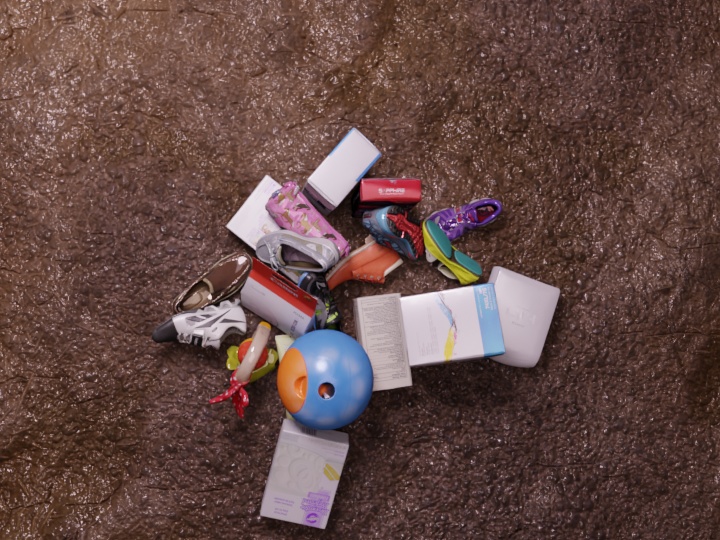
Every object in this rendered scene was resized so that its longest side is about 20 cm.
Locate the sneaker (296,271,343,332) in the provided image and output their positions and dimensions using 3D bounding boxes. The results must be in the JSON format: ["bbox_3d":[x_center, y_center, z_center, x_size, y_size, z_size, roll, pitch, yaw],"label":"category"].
[{"bbox_3d":[-0.075,0.075,1.509,0.071,0.082,0.201,-38,132,-24],"label":"sneaker"}]

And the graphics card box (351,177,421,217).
[{"bbox_3d":[0.050,-0.153,1.519,0.124,0.200,0.052,-2,86,-8],"label":"graphics card box"}]

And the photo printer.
[{"bbox_3d":[0.345,0.111,1.607,0.165,0.069,0.202,20,85,-5],"label":"photo printer"}]

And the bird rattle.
[{"bbox_3d":[-0.239,0.190,1.468,0.112,0.200,0.164,28,112,1],"label":"bird rattle"}]

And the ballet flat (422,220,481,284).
[{"bbox_3d":[0.186,-0.031,1.573,0.067,0.067,0.200,-32,125,32],"label":"ballet flat"}]

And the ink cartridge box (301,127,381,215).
[{"bbox_3d":[-0.045,-0.204,1.510,0.086,0.200,0.147,41,84,-4],"label":"ink cartridge box"}]

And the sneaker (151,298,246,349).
[{"bbox_3d":[-0.333,0.128,1.492,0.198,0.074,0.089,-17,69,-17],"label":"sneaker"}]

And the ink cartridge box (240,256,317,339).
[{"bbox_3d":[-0.171,0.066,1.471,0.162,0.200,0.057,33,73,5],"label":"ink cartridge box"}]

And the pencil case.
[{"bbox_3d":[-0.111,-0.091,1.498,0.083,0.086,0.200,-43,94,-22],"label":"pencil case"}]

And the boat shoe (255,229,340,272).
[{"bbox_3d":[-0.138,-0.033,1.455,0.200,0.065,0.075,10,124,28],"label":"boat shoe"}]

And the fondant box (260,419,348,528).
[{"bbox_3d":[-0.118,0.431,1.508,0.143,0.058,0.202,14,103,-7],"label":"fondant box"}]

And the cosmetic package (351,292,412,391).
[{"bbox_3d":[0.045,0.155,1.559,0.102,0.087,0.202,-5,87,-9],"label":"cosmetic package"}]

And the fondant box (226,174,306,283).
[{"bbox_3d":[-0.171,-0.088,1.561,0.199,0.058,0.145,39,83,-3],"label":"fondant box"}]

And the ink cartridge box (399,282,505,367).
[{"bbox_3d":[0.193,0.120,1.506,0.198,0.147,0.148,-9,81,7],"label":"ink cartridge box"}]

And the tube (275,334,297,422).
[{"bbox_3d":[-0.143,0.239,1.553,0.051,0.058,0.202,-7,88,8],"label":"tube"}]

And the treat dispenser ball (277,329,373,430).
[{"bbox_3d":[-0.071,0.222,1.455,0.198,0.201,0.203,0,87,-7],"label":"treat dispenser ball"}]

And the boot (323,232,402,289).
[{"bbox_3d":[0.000,0.000,1.572,0.199,0.075,0.108,-36,97,-8],"label":"boot"}]

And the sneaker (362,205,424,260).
[{"bbox_3d":[0.072,-0.085,1.530,0.095,0.200,0.080,4,67,32],"label":"sneaker"}]

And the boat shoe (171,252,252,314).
[{"bbox_3d":[-0.314,0.035,1.527,0.202,0.075,0.075,-41,92,-7],"label":"boat shoe"}]

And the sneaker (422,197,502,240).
[{"bbox_3d":[0.225,-0.116,1.597,0.198,0.083,0.081,-26,90,-5],"label":"sneaker"}]
